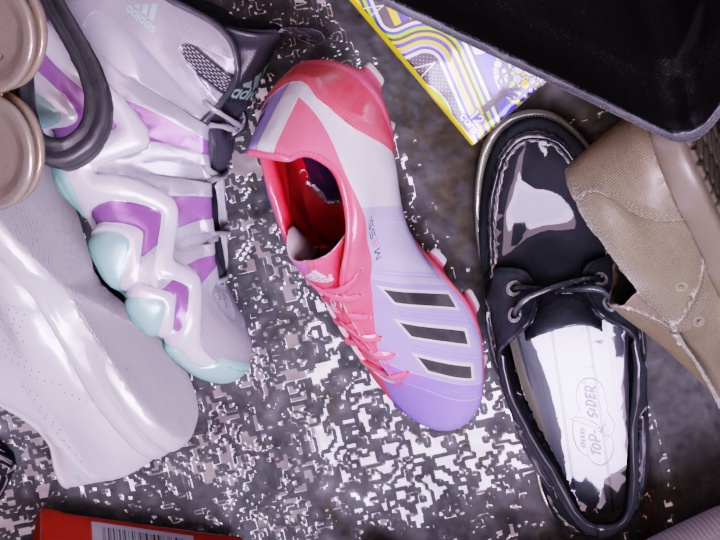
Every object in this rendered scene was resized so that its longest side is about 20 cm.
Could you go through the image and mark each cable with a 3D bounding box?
[{"bbox_3d":[-0.152,-0.139,1.289,0.097,0.050,0.201,-33,81,-5],"label":"cable"}]

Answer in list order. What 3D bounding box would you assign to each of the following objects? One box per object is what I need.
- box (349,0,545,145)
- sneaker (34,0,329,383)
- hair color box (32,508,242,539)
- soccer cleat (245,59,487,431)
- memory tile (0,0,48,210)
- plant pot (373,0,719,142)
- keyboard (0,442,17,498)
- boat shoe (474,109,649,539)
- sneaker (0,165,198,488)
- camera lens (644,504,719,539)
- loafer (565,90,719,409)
[{"bbox_3d":[0.010,-0.156,1.302,0.070,0.064,0.200,-40,98,7],"label":"box"},{"bbox_3d":[-0.067,-0.059,1.314,0.139,0.078,0.201,-31,100,7],"label":"sneaker"},{"bbox_3d":[-0.117,0.219,1.370,0.101,0.061,0.201,9,105,-9],"label":"hair color box"},{"bbox_3d":[0.000,0.000,1.302,0.066,0.077,0.201,5,129,33],"label":"soccer cleat"},{"bbox_3d":[-0.191,-0.133,1.265,0.153,0.017,0.202,11,104,34],"label":"memory tile"},{"bbox_3d":[0.101,-0.209,1.203,0.199,0.178,0.200,24,125,-20],"label":"plant pot"},{"bbox_3d":[-0.215,0.167,1.392,0.127,0.021,0.201,28,101,-4],"label":"keyboard"},{"bbox_3d":[0.094,0.029,1.337,0.074,0.066,0.201,-5,102,2],"label":"boat shoe"},{"bbox_3d":[-0.162,0.012,1.339,0.088,0.075,0.201,-28,98,26],"label":"sneaker"},{"bbox_3d":[0.137,0.205,1.317,0.199,0.160,0.161,-25,101,-3],"label":"camera lens"},{"bbox_3d":[0.147,0.002,1.311,0.067,0.076,0.201,-10,129,20],"label":"loafer"}]
